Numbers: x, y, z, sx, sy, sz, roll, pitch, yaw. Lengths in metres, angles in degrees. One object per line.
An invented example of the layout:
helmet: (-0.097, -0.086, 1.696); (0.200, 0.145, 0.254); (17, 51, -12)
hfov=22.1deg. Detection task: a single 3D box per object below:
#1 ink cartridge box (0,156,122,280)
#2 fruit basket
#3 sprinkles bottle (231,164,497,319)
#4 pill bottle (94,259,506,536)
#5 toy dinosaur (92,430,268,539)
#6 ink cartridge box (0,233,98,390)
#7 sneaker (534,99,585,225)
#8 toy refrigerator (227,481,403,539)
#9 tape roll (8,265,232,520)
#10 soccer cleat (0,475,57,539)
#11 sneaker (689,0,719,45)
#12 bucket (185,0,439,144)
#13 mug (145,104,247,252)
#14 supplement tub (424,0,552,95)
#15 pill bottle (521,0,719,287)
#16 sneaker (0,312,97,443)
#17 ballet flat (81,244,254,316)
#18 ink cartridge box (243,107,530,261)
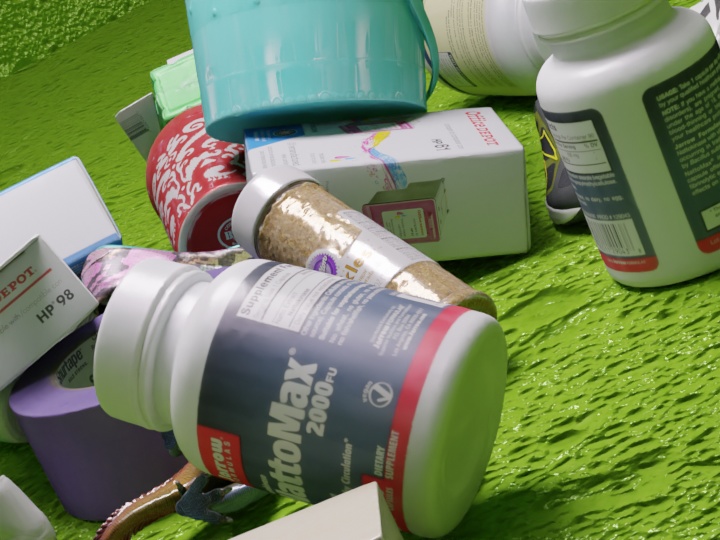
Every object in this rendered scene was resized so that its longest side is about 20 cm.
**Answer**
ink cartridge box: (-0.273, 0.005, 1.513); (0.145, 0.084, 0.200); (-29, -13, -14)
fruit basket: (-0.111, -0.134, 1.707); (0.185, 0.094, 0.200); (-23, -27, 5)
sprinkles bottle: (0.000, 0.000, 1.209); (0.068, 0.068, 0.200); (-33, 47, -26)
pill bottle: (-0.034, 0.060, 0.983); (0.200, 0.120, 0.120); (13, 32, 19)
toy dinosaur: (-0.069, 0.094, 1.144); (0.200, 0.105, 0.181); (-31, -6, 20)
ink cartridge box: (-0.252, 0.037, 1.296); (0.116, 0.067, 0.200); (-42, 7, -9)
sneaker: (0.160, -0.097, 1.382); (0.074, 0.085, 0.200); (-23, 18, 8)
toy refrigerator: (-0.068, 0.181, 0.897); (0.200, 0.076, 0.070); (-23, 18, 5)
tape roll: (-0.132, 0.080, 1.255); (0.200, 0.085, 0.200); (-23, 17, 7)
soccer cleat: (-0.281, 0.175, 1.185); (0.200, 0.078, 0.069); (-15, 20, 29)
sneaker: (0.316, -0.216, 1.538); (0.088, 0.074, 0.200); (-5, 25, 42)
bucket: (-0.039, -0.180, 1.444); (0.207, 0.135, 0.207); (-5, -5, 0)
mug: (-0.094, -0.068, 1.537); (0.178, 0.133, 0.200); (-46, 20, 8)
supplement tub: (0.150, -0.232, 1.680); (0.145, 0.145, 0.200); (-32, 19, -22)
pill bottle: (0.181, -0.102, 1.178); (0.119, 0.200, 0.120); (-21, 18, 7)
sneaker: (-0.252, 0.060, 1.473); (0.118, 0.074, 0.200); (1, 33, 41)
ballet flat: (-0.114, 0.016, 1.414); (0.200, 0.069, 0.071); (-1, 54, -8)
ink cartridge box: (0.017, -0.061, 1.370); (0.200, 0.085, 0.145); (-5, 18, -5)
